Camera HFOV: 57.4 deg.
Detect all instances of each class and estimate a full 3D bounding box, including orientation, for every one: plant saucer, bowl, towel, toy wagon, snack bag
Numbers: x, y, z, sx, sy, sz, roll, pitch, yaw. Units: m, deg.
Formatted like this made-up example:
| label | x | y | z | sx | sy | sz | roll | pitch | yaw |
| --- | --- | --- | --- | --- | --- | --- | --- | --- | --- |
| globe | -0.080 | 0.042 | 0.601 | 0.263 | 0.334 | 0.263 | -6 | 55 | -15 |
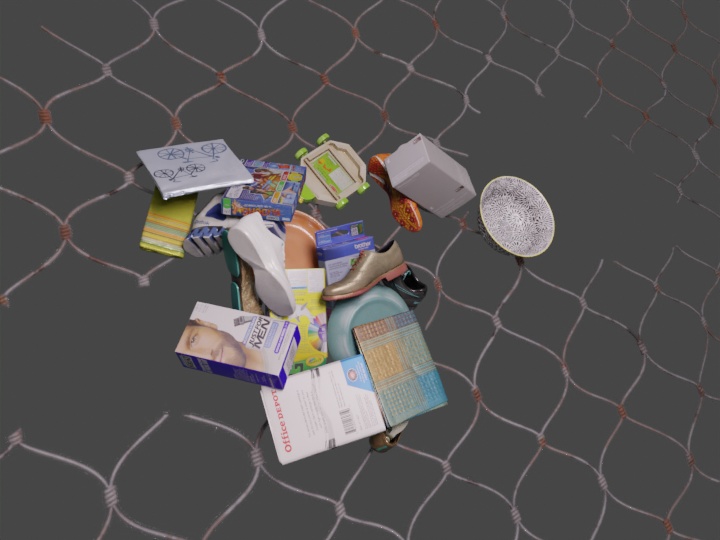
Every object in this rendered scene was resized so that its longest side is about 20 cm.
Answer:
| label | x | y | z | sx | sy | sz | roll | pitch | yaw |
| --- | --- | --- | --- | --- | --- | --- | --- | --- | --- |
| plant saucer | -0.148 | -0.029 | 1.347 | 0.198 | 0.037 | 0.202 | 8 | 67 | -18 |
| bowl | 0.345 | -0.111 | 1.545 | 0.199 | 0.094 | 0.203 | 8 | 68 | -20 |
| towel | -0.374 | -0.123 | 1.306 | 0.085 | 0.018 | 0.202 | 17 | 64 | -21 |
| toy wagon | -0.079 | -0.205 | 1.442 | 0.200 | 0.040 | 0.155 | -38 | 87 | -29 |
| snack bag | -0.320 | -0.200 | 1.288 | 0.187 | 0.022 | 0.200 | -14 | 40 | -27 |
| plant saucer | 0.030 | 0.127 | 1.321 | 0.198 | 0.036 | 0.202 | 0 | 89 | -27 |
| towel | 0.077 | 0.187 | 1.279 | 0.145 | 0.022 | 0.202 | -14 | 74 | -26 |

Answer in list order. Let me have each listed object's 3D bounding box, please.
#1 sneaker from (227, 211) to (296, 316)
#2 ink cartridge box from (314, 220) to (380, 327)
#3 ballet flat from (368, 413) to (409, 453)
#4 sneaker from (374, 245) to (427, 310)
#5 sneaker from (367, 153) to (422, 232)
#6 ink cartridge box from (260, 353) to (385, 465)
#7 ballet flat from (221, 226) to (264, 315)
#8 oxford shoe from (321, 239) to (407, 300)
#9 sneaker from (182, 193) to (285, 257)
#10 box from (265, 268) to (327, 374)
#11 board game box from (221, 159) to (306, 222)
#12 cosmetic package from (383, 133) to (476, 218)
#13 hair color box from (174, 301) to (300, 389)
| label | x | y | z | sx | sy | sz | roll | pitch | yaw |
| --- | --- | --- | --- | --- | --- | --- | --- | --- | --- |
| sneaker | -0.160 | -0.014 | 1.207 | 0.089 | 0.075 | 0.201 | -51 | 124 | -47 |
| ink cartridge box | -0.022 | 0.008 | 1.335 | 0.118 | 0.042 | 0.202 | -14 | 101 | -27 |
| ballet flat | 0.082 | 0.269 | 1.301 | 0.068 | 0.072 | 0.201 | 42 | 59 | -15 |
| sneaker | 0.063 | -0.006 | 1.396 | 0.200 | 0.079 | 0.075 | 44 | 51 | -1 |
| sneaker | 0.094 | -0.181 | 1.487 | 0.077 | 0.073 | 0.201 | -21 | 81 | -37 |
| ink cartridge box | -0.071 | 0.257 | 1.213 | 0.198 | 0.084 | 0.147 | -15 | 75 | -9 |
| ballet flat | -0.217 | 0.008 | 1.248 | 0.065 | 0.070 | 0.202 | -16 | 117 | -30 |
| oxford shoe | 0.000 | 0.000 | 1.287 | 0.199 | 0.070 | 0.075 | -26 | 107 | -32 |
| sneaker | -0.247 | -0.101 | 1.284 | 0.197 | 0.081 | 0.116 | -7 | 57 | 10 |
| box | -0.125 | 0.098 | 1.276 | 0.116 | 0.048 | 0.202 | -1 | 86 | -21 |
| board game box | -0.186 | -0.161 | 1.297 | 0.134 | 0.035 | 0.201 | 7 | 31 | 1 |
| cosmetic package | 0.155 | -0.204 | 1.445 | 0.199 | 0.106 | 0.091 | 19 | 45 | -47 |
| hair color box | -0.219 | 0.135 | 1.191 | 0.198 | 0.065 | 0.110 | 10 | 57 | 11 |
